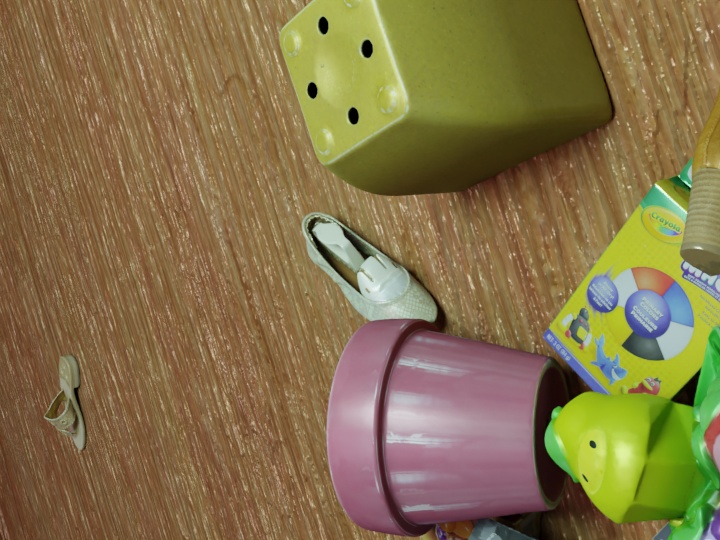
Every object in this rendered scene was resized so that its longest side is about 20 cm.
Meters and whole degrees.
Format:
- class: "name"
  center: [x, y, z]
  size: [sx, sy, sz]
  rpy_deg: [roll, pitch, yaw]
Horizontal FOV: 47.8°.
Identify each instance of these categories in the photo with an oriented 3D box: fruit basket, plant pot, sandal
- class: "fruit basket"
  center: [0.230, 0.148, 0.570]
  size: [0.211, 0.156, 0.220]
  rpy_deg: [3, 109, 10]
- class: "plant pot"
  center: [0.091, 0.143, 0.744]
  size: [0.176, 0.199, 0.204]
  rpy_deg: [-4, 100, 29]
- class: "plant pot"
  center: [0.051, -0.173, 0.672]
  size: [0.193, 0.198, 0.199]
  rpy_deg: [-22, 85, 49]
- class: "sandal"
  center: [-0.609, 0.276, 1.648]
  size: [0.077, 0.069, 0.216]
  rpy_deg: [23, 119, 41]

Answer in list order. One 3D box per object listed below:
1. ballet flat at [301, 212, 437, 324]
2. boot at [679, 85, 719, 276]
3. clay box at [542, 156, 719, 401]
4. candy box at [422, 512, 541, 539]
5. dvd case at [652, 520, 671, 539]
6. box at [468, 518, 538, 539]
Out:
- class: "ballet flat"
  center: [0.000, 0.000, 0.875]
  size: [0.199, 0.067, 0.063]
  rpy_deg: [35, 162, 36]
- class: "boot"
  center: [0.298, -0.039, 0.525]
  size: [0.146, 0.199, 0.071]
  rpy_deg: [-66, 17, -12]
- class: "clay box"
  center: [0.240, 0.020, 0.636]
  size: [0.115, 0.047, 0.202]
  rpy_deg: [48, 134, 26]
- class: "candy box"
  center: [0.123, 0.317, 0.856]
  size: [0.116, 0.056, 0.204]
  rpy_deg: [18, 116, 43]
- class: "dvd case"
  center: [0.332, 0.207, 0.616]
  size: [0.149, 0.016, 0.202]
  rpy_deg: [47, 132, 28]
- class: "box"
  center: [0.131, 0.333, 0.689]
  size: [0.156, 0.201, 0.050]
  rpy_deg: [17, 146, 30]
